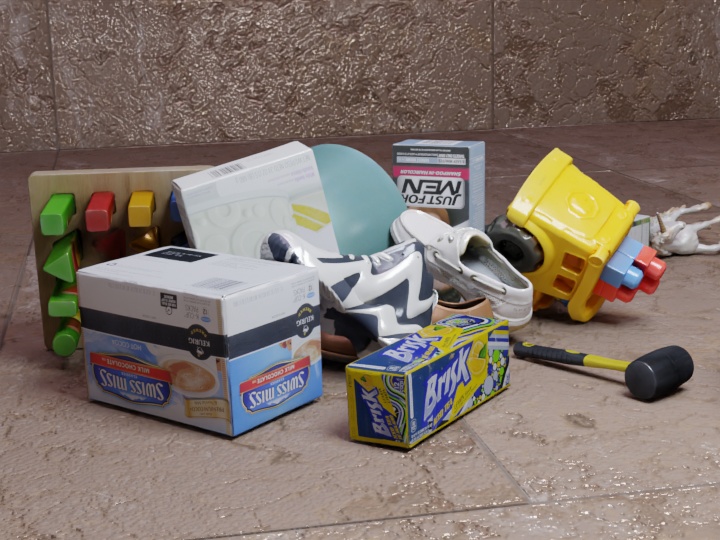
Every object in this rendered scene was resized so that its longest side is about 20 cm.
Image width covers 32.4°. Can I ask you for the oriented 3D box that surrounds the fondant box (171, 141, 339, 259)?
[{"bbox_3d":[-0.099,-0.018,1.294,0.144,0.200,0.058,-20,21,-14],"label":"fondant box"}]

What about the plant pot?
[{"bbox_3d":[-0.064,-0.028,1.440,0.200,0.201,0.161,7,25,34],"label":"plant pot"}]

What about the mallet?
[{"bbox_3d":[0.225,0.092,1.222,0.200,0.041,0.066,4,15,42],"label":"mallet"}]

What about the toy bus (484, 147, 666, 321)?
[{"bbox_3d":[0.245,-0.011,1.420,0.192,0.200,0.136,30,55,12],"label":"toy bus"}]

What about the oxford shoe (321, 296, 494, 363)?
[{"bbox_3d":[0.044,0.058,1.303,0.200,0.071,0.071,-6,15,-11],"label":"oxford shoe"}]

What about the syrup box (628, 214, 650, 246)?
[{"bbox_3d":[0.291,-0.023,1.606,0.081,0.079,0.200,11,18,43],"label":"syrup box"}]

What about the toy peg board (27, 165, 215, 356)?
[{"bbox_3d":[-0.249,0.000,1.314,0.199,0.200,0.098,-2,20,-4],"label":"toy peg board"}]

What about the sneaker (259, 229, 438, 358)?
[{"bbox_3d":[0.000,0.000,1.235,0.079,0.199,0.130,-41,15,53],"label":"sneaker"}]

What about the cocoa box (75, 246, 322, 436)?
[{"bbox_3d":[-0.152,0.061,1.170,0.200,0.131,0.133,8,17,37],"label":"cocoa box"}]

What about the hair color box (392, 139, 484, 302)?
[{"bbox_3d":[0.095,-0.055,1.495,0.099,0.200,0.061,4,14,23],"label":"hair color box"}]

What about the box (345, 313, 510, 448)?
[{"bbox_3d":[0.066,0.096,1.129,0.064,0.070,0.200,4,13,32],"label":"box"}]

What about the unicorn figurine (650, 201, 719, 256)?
[{"bbox_3d":[0.461,-0.055,1.779,0.137,0.074,0.200,-13,0,-8],"label":"unicorn figurine"}]

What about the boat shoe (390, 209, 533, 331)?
[{"bbox_3d":[0.116,-0.018,1.360,0.071,0.069,0.200,-29,55,-36],"label":"boat shoe"}]

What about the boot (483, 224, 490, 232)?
[{"bbox_3d":[0.114,-0.021,1.617,0.211,0.080,0.158,-3,6,25],"label":"boot"}]
